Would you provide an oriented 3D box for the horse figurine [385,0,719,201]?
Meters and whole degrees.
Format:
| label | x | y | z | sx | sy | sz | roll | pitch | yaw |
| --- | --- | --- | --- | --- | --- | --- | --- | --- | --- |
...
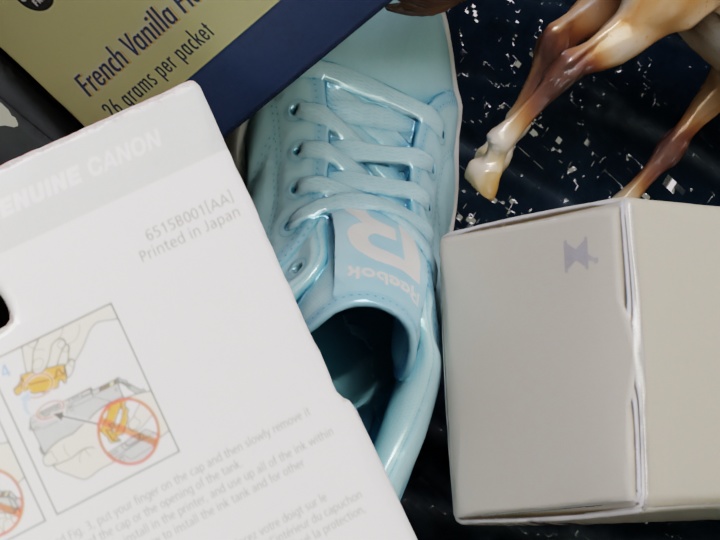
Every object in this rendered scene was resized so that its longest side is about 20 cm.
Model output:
| label | x | y | z | sx | sy | sz | roll | pitch | yaw |
| --- | --- | --- | --- | --- | --- | --- | --- | --- | --- |
| horse figurine | 0.091 | -0.065 | 0.835 | 0.200 | 0.050 | 0.133 | 27 | 99 | -49 |

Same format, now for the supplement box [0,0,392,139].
| label | x | y | z | sx | sy | sz | roll | pitch | yaw |
| --- | --- | --- | --- | --- | --- | --- | --- | --- | --- |
| supplement box | -0.046 | -0.172 | 0.751 | 0.200 | 0.134 | 0.200 | 43 | 45 | -12 |

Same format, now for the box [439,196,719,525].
| label | x | y | z | sx | sy | sz | roll | pitch | yaw |
| --- | --- | --- | --- | --- | --- | --- | --- | --- | --- |
| box | 0.113 | 0.028 | 0.823 | 0.199 | 0.068 | 0.083 | 5 | 80 | -45 |

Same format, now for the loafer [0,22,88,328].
| label | x | y | z | sx | sy | sz | roll | pitch | yaw |
| --- | --- | --- | --- | --- | --- | --- | --- | --- | --- |
| loafer | -0.117 | -0.056 | 0.765 | 0.201 | 0.068 | 0.071 | 46 | 52 | -14 |

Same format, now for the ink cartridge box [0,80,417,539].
| label | x | y | z | sx | sy | sz | roll | pitch | yaw |
| --- | --- | --- | --- | --- | --- | --- | --- | --- | --- |
| ink cartridge box | -0.087 | 0.075 | 0.683 | 0.199 | 0.044 | 0.174 | -26 | 92 | -27 |

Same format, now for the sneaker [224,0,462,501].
| label | x | y | z | sx | sy | sz | roll | pitch | yaw |
| --- | --- | --- | --- | --- | --- | --- | --- | --- | --- |
| sneaker | 0.000 | 0.000 | 0.799 | 0.074 | 0.082 | 0.201 | 16 | 73 | -23 |
